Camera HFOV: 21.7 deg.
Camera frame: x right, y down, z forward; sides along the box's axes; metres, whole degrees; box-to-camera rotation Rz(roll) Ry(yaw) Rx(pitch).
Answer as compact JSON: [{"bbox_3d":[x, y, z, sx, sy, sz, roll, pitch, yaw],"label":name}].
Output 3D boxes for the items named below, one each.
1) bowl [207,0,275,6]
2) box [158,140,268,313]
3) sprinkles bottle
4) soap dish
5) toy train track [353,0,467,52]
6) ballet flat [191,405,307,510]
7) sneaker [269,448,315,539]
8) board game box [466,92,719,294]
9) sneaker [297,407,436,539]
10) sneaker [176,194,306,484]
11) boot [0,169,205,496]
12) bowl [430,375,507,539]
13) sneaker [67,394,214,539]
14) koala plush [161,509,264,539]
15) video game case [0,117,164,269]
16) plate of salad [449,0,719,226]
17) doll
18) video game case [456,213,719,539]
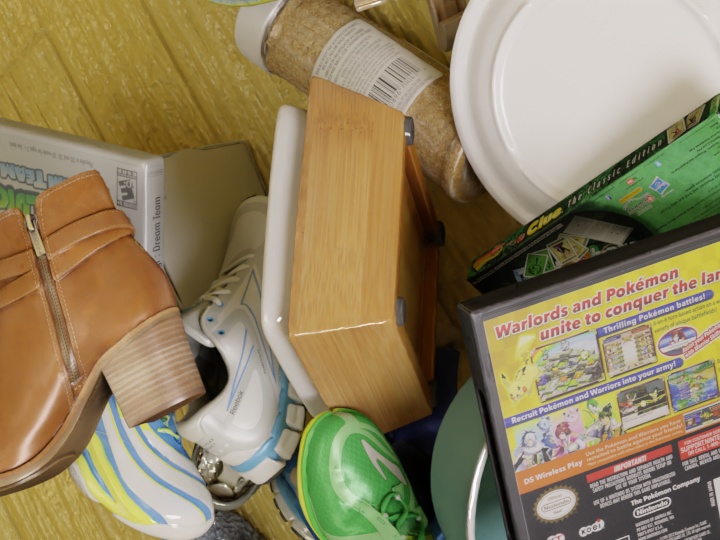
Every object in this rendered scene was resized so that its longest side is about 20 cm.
[{"bbox_3d":[-0.047,-0.268,1.189,0.199,0.107,0.202,8,103,38],"label":"bowl"},{"bbox_3d":[-0.164,0.003,1.330,0.199,0.127,0.110,-28,83,40],"label":"box"},{"bbox_3d":[0.008,-0.120,1.199,0.199,0.068,0.069,37,120,29],"label":"sprinkles bottle"},{"bbox_3d":[0.000,0.000,1.125,0.080,0.200,0.159,0,68,10],"label":"soap dish"},{"bbox_3d":[0.038,-0.219,1.100,0.033,0.114,0.201,40,153,56],"label":"toy train track"},{"bbox_3d":[-0.053,0.071,1.254,0.067,0.064,0.201,27,95,-1],"label":"ballet flat"},{"bbox_3d":[0.027,0.164,1.255,0.199,0.078,0.091,31,96,31],"label":"sneaker"},{"bbox_3d":[0.165,-0.014,1.085,0.105,0.024,0.199,42,130,-16],"label":"board game box"},{"bbox_3d":[0.028,0.171,1.110,0.083,0.074,0.202,-23,91,56],"label":"sneaker"},{"bbox_3d":[-0.080,0.029,1.191,0.075,0.086,0.202,-34,43,39],"label":"sneaker"},{"bbox_3d":[-0.205,0.045,1.136,0.199,0.074,0.156,-27,83,3],"label":"boot"},{"bbox_3d":[0.120,0.119,1.096,0.105,0.199,0.203,18,112,60],"label":"bowl"},{"bbox_3d":[-0.153,0.074,1.181,0.200,0.076,0.105,43,119,13],"label":"sneaker"},{"bbox_3d":[-0.126,0.293,1.310,0.183,0.199,0.179,32,117,30],"label":"koala plush"},{"bbox_3d":[-0.210,-0.004,1.266,0.199,0.024,0.184,15,111,35],"label":"video game case"},{"bbox_3d":[0.149,-0.107,1.092,0.198,0.048,0.202,6,110,17],"label":"plate of salad"},{"bbox_3d":[0.011,0.133,1.202,0.135,0.048,0.202,2,71,31],"label":"doll"},{"bbox_3d":[0.162,0.073,1.017,0.025,0.198,0.182,-144,39,-67],"label":"video game case"}]
